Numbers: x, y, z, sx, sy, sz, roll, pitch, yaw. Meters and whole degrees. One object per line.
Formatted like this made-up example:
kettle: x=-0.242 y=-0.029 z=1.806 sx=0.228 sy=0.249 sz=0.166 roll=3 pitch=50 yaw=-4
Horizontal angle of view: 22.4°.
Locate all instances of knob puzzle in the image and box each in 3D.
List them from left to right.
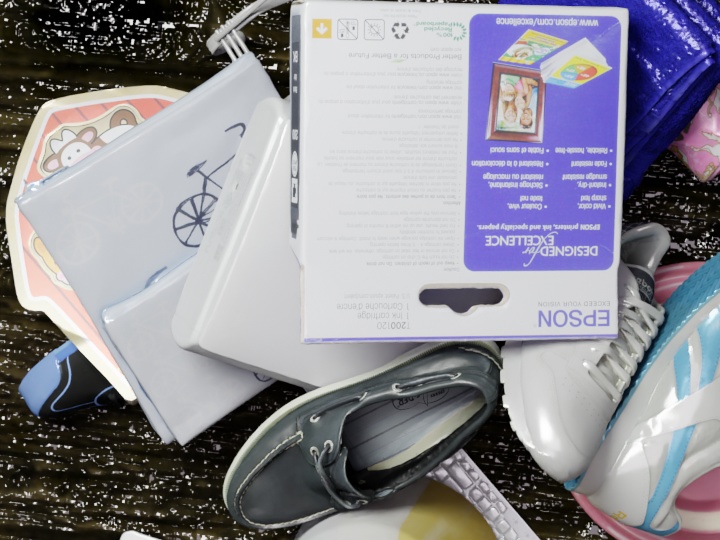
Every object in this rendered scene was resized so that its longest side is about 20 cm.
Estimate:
knob puzzle: x=-0.150 y=-0.043 z=1.206 sx=0.219 sy=0.030 sz=0.220 roll=-1 pitch=73 yaw=4

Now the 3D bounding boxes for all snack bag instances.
snack bag: x=-0.092 y=-0.016 z=1.161 sx=0.189 sy=0.021 sz=0.200 roll=-33 pitch=111 yaw=-11

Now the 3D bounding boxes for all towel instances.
towel: x=0.136 y=-0.120 z=1.157 sx=0.148 sy=0.050 sz=0.200 roll=43 pitch=131 yaw=7

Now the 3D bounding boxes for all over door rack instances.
over door rack: x=0.005 y=-0.148 z=1.195 sx=0.200 sy=0.067 sz=0.148 roll=-38 pitch=81 yaw=37

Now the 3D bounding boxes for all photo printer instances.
photo printer: x=0.000 y=0.000 z=1.151 sx=0.200 sy=0.069 sz=0.167 roll=20 pitch=95 yaw=-26

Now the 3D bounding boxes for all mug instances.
mug: x=0.027 y=0.200 z=1.149 sx=0.186 sy=0.153 sz=0.149 roll=-31 pitch=84 yaw=8

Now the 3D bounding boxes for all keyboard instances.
keyboard: x=0.041 y=0.130 z=1.228 sx=0.056 sy=0.011 sz=0.200 roll=-41 pitch=82 yaw=3

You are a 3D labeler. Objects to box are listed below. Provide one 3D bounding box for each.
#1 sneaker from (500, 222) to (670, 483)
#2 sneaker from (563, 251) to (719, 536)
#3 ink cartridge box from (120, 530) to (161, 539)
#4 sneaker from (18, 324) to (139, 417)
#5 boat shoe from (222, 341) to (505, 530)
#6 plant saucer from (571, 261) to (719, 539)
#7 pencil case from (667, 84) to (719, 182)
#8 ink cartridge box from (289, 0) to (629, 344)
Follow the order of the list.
sneaker: x=0.143 y=0.043 z=1.121 sx=0.080 sy=0.200 sz=0.076 roll=-18 pitch=127 yaw=30
sneaker: x=0.211 y=0.070 z=1.134 sx=0.081 sy=0.077 sz=0.200 roll=33 pitch=95 yaw=-4
ink cartridge box: x=-0.143 y=0.286 z=1.214 sx=0.116 sy=0.067 sz=0.200 roll=15 pitch=89 yaw=9
sneaker: x=-0.130 y=0.061 z=1.224 sx=0.200 sy=0.070 sz=0.078 roll=-28 pitch=77 yaw=4
boat shoe: x=0.002 y=0.110 z=1.111 sx=0.199 sy=0.066 sz=0.075 roll=-26 pitch=113 yaw=8
plant saucer: x=0.222 y=0.093 z=1.187 sx=0.200 sy=0.051 sz=0.201 roll=0 pitch=86 yaw=7
pencil case: x=0.190 y=-0.149 z=1.191 sx=0.200 sy=0.083 sz=0.087 roll=45 pitch=132 yaw=7
ink cartridge box: x=0.057 y=-0.058 z=1.079 sx=0.198 sy=0.043 sz=0.200 roll=0 pitch=95 yaw=-10
